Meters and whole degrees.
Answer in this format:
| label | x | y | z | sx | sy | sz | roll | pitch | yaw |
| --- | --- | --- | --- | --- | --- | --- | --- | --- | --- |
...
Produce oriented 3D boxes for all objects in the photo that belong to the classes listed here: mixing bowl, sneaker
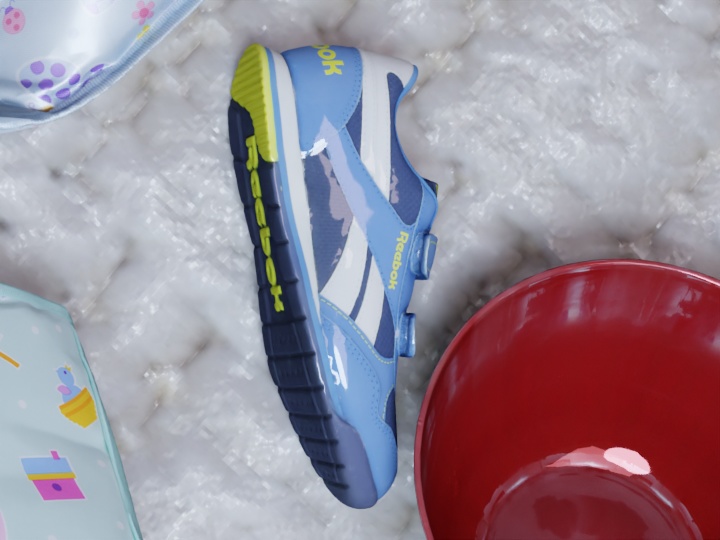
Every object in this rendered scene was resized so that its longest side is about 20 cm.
| label | x | y | z | sx | sy | sz | roll | pitch | yaw |
| --- | --- | --- | --- | --- | --- | --- | --- | --- | --- |
| mixing bowl | 0.111 | 0.109 | 0.992 | 0.199 | 0.109 | 0.201 | 4 | 61 | -8 |
| sneaker | 0.000 | 0.000 | 0.988 | 0.082 | 0.074 | 0.201 | -10 | 96 | -21 |

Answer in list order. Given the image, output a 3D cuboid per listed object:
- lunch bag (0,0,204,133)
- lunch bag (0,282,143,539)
| label | x | y | z | sx | sy | sz | roll | pitch | yaw |
| --- | --- | --- | --- | --- | --- | --- | --- | --- | --- |
| lunch bag | -0.124 | -0.132 | 0.888 | 0.127 | 0.170 | 0.200 | 44 | 79 | -16 |
| lunch bag | -0.180 | 0.097 | 0.868 | 0.199 | 0.122 | 0.171 | -7 | 50 | -18 |
